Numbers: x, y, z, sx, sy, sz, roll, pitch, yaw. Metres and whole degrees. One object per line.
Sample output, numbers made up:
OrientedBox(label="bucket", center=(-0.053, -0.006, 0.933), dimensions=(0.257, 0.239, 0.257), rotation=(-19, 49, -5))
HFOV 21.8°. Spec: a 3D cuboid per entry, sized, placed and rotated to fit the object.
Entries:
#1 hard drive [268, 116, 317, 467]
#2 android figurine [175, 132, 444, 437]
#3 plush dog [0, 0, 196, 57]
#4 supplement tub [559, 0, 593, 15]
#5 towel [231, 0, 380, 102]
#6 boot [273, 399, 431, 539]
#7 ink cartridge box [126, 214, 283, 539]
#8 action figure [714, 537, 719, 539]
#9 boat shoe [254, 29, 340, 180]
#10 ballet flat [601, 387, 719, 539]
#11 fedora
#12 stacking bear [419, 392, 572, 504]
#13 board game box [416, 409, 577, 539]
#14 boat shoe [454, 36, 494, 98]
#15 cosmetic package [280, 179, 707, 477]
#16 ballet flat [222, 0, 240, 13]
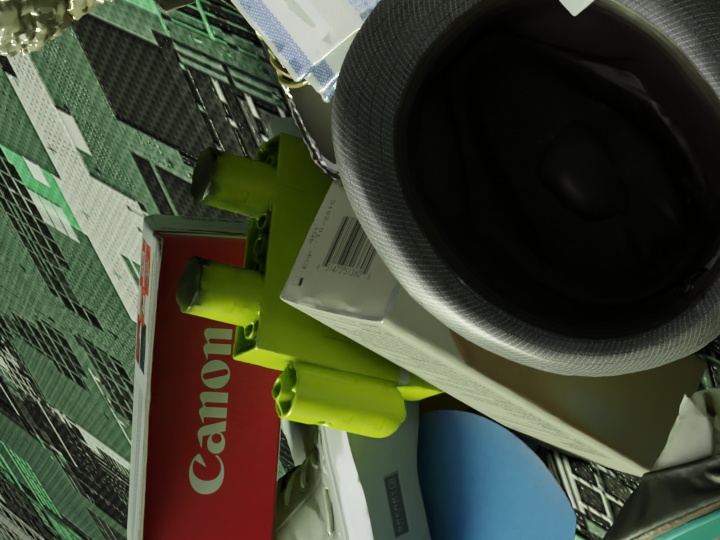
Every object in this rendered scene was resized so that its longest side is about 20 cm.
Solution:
OrientedBox(label="hard drive", center=(-0.033, 0.024, 1.142), dimensions=(0.132, 0.025, 0.201), rotation=(-114, 21, -62))
OrientedBox(label="android figurine", center=(0.000, 0.000, 1.017), dimensions=(0.199, 0.183, 0.041), rotation=(16, 160, -24))
OrientedBox(label="plush dog", center=(-0.151, -0.234, 0.960), dimensions=(0.160, 0.201, 0.172), rotation=(-7, 139, 20))
OrientedBox(label="supplement tub", center=(0.053, -0.199, 0.613), dimensions=(0.200, 0.144, 0.144), rotation=(49, 159, -2))
OrientedBox(label="towel", center=(-0.004, -0.180, 0.811), dimensions=(0.147, 0.024, 0.200), rotation=(50, 131, -2))
OrientedBox(label="boot", center=(-0.017, 0.115, 1.073), dimensions=(0.095, 0.073, 0.201), rotation=(-6, 91, 42))
OrientedBox(label="ink cartridge box", center=(-0.088, 0.074, 1.077), dimensions=(0.176, 0.083, 0.201), rotation=(-146, 59, -80))
OrientedBox(label="action figure", center=(0.194, 0.134, 0.984), dimensions=(0.131, 0.069, 0.200), rotation=(68, 154, 18))
OrientedBox(label="boat shoe", center=(-0.025, -0.127, 0.930), dimensions=(0.071, 0.061, 0.202), rotation=(8, 125, 30))
OrientedBox(label="ballet flat", center=(0.190, 0.080, 0.854), dimensions=(0.199, 0.068, 0.069), rotation=(-25, 71, 34))
OrientedBox(label="fedora", center=(0.089, -0.052, 0.819), dimensions=(0.200, 0.177, 0.090), rotation=(40, -173, 2))
OrientedBox(label="stacking bear", center=(0.045, 0.077, 1.146), dimensions=(0.121, 0.114, 0.201), rotation=(-14, 106, 34))
OrientedBox(label="board game box", center=(0.071, 0.176, 1.073), dimensions=(0.158, 0.039, 0.201), rotation=(17, 107, 46))
OrientedBox(label="boat shoe", center=(0.045, -0.111, 0.899), dimensions=(0.073, 0.075, 0.200), rotation=(3, 135, 37))
OrientedBox(label="cosmetic package", center=(0.070, 0.031, 0.958), dimensions=(0.200, 0.071, 0.105), rotation=(31, 169, -33))
OrientedBox(label="ballet flat", center=(-0.053, -0.151, 1.030), dimensions=(0.200, 0.046, 0.067), rotation=(40, 157, 20))
